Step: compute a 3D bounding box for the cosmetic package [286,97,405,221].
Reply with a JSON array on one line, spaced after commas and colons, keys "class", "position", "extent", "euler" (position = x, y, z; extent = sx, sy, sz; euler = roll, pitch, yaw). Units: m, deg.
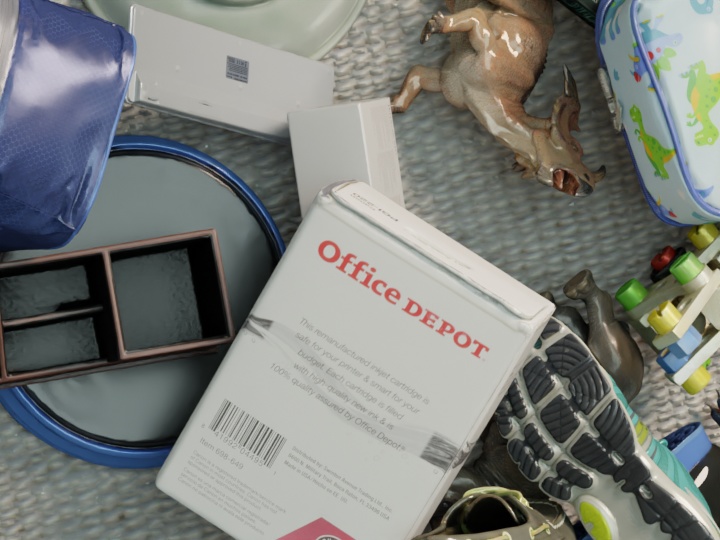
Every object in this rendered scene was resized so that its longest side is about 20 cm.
[{"class": "cosmetic package", "position": [0.000, 0.000, 1.570], "extent": [0.050, 0.083, 0.201], "euler": [-7, 94, 16]}]

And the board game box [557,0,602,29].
[{"class": "board game box", "position": [0.217, -0.178, 1.619], "extent": [0.200, 0.028, 0.136], "euler": [35, 79, -14]}]

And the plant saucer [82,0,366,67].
[{"class": "plant saucer", "position": [-0.080, -0.211, 1.598], "extent": [0.199, 0.050, 0.201], "euler": [1, 86, -14]}]

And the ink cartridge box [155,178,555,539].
[{"class": "ink cartridge box", "position": [-0.002, 0.069, 1.492], "extent": [0.145, 0.085, 0.200], "euler": [32, 105, 8]}]

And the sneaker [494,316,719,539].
[{"class": "sneaker", "position": [0.149, 0.115, 1.563], "extent": [0.077, 0.080, 0.200], "euler": [-37, 85, 20]}]

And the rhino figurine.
[{"class": "rhino figurine", "position": [0.097, 0.099, 1.613], "extent": [0.087, 0.060, 0.200], "euler": [45, 80, -16]}]

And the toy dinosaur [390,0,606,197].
[{"class": "toy dinosaur", "position": [0.091, -0.139, 1.621], "extent": [0.135, 0.086, 0.201], "euler": [14, 72, -18]}]

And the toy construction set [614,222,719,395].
[{"class": "toy construction set", "position": [0.242, -0.006, 1.620], "extent": [0.200, 0.131, 0.092], "euler": [-31, 94, -14]}]

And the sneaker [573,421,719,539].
[{"class": "sneaker", "position": [0.162, 0.183, 1.618], "extent": [0.200, 0.070, 0.078], "euler": [-40, 95, -12]}]

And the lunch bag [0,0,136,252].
[{"class": "lunch bag", "position": [-0.233, -0.092, 1.480], "extent": [0.132, 0.200, 0.136], "euler": [22, 76, -29]}]

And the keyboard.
[{"class": "keyboard", "position": [-0.074, -0.110, 1.546], "extent": [0.200, 0.011, 0.057], "euler": [12, 74, -56]}]

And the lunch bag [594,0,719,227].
[{"class": "lunch bag", "position": [0.247, -0.118, 1.568], "extent": [0.199, 0.082, 0.161], "euler": [-21, 93, -18]}]

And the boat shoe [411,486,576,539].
[{"class": "boat shoe", "position": [0.078, 0.157, 1.500], "extent": [0.072, 0.202, 0.061], "euler": [-4, 98, 22]}]

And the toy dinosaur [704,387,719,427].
[{"class": "toy dinosaur", "position": [0.312, 0.074, 1.681], "extent": [0.181, 0.105, 0.201], "euler": [-20, 128, -27]}]

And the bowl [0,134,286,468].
[{"class": "bowl", "position": [-0.134, 0.017, 1.572], "extent": [0.200, 0.039, 0.202], "euler": [1, 85, -14]}]

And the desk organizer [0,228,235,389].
[{"class": "desk organizer", "position": [-0.177, 0.026, 1.501], "extent": [0.199, 0.077, 0.072], "euler": [-10, 88, -14]}]
